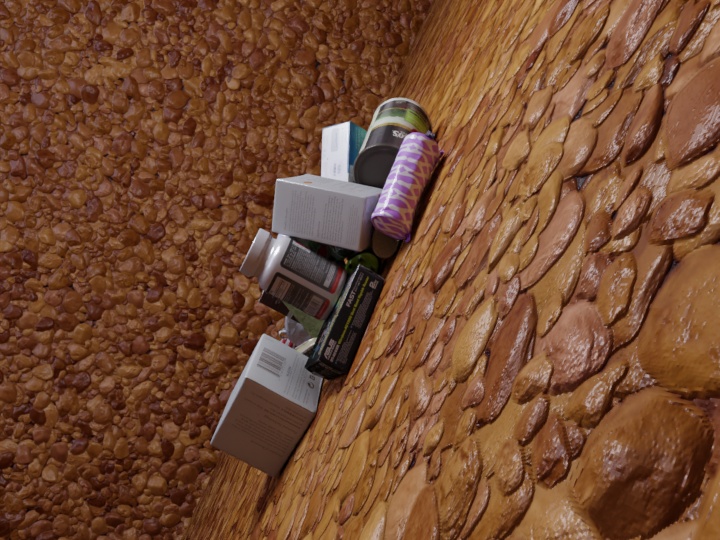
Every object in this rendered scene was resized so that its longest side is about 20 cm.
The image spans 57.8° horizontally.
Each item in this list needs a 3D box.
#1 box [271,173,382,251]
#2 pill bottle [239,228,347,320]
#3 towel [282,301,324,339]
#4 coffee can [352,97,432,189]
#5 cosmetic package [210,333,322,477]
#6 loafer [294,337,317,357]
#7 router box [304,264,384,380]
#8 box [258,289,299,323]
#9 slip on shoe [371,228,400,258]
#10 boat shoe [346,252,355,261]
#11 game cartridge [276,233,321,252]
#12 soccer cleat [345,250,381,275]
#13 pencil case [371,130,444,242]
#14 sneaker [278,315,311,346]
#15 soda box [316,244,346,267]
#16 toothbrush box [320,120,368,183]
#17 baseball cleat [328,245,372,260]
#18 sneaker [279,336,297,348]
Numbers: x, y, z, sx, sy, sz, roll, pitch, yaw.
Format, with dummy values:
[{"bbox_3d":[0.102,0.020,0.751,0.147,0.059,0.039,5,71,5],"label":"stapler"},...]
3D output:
[{"bbox_3d":[-0.059,-0.121,1.326,0.152,0.195,0.110,-29,-50,-66],"label":"box"},{"bbox_3d":[-0.134,0.005,1.301,0.118,0.196,0.116,-59,9,15],"label":"pill bottle"},{"bbox_3d":[-0.113,0.071,1.452,0.036,0.201,0.148,-41,-1,-38],"label":"towel"},{"bbox_3d":[0.073,-0.260,1.419,0.147,0.144,0.203,-55,11,43],"label":"coffee can"},{"bbox_3d":[-0.195,0.287,1.398,0.202,0.163,0.168,-58,9,26],"label":"cosmetic package"},{"bbox_3d":[-0.143,0.209,1.502,0.199,0.075,0.069,-43,34,29],"label":"loafer"},{"bbox_3d":[-0.033,0.106,1.276,0.204,0.061,0.150,-67,8,-18],"label":"router box"},{"bbox_3d":[-0.135,0.068,1.568,0.101,0.196,0.076,-57,11,34],"label":"box"},{"bbox_3d":[0.070,-0.120,1.296,0.061,0.072,0.205,148,142,-80],"label":"slip on shoe"},{"bbox_3d":[0.027,-0.102,1.511,0.073,0.063,0.203,57,132,43],"label":"boat shoe"},{"bbox_3d":[-0.124,-0.097,1.486,0.204,0.040,0.134,-64,-33,-19],"label":"game cartridge"},{"bbox_3d":[0.000,0.000,1.401,0.082,0.067,0.200,-53,1,-33],"label":"soccer cleat"},{"bbox_3d":[0.089,-0.160,1.230,0.204,0.084,0.084,-66,13,-17],"label":"pencil case"},{"bbox_3d":[-0.128,0.114,1.674,0.204,0.113,0.075,-62,8,13],"label":"sneaker"},{"bbox_3d":[-0.083,-0.018,1.560,0.069,0.063,0.203,-60,42,39],"label":"soda box"},{"bbox_3d":[-0.003,-0.240,1.530,0.083,0.198,0.151,-4,78,33],"label":"toothbrush box"},{"bbox_3d":[-0.023,-0.059,1.474,0.201,0.068,0.109,-122,40,-58],"label":"baseball cleat"},{"bbox_3d":[-0.215,0.276,1.744,0.204,0.110,0.071,-63,8,4],"label":"sneaker"}]
